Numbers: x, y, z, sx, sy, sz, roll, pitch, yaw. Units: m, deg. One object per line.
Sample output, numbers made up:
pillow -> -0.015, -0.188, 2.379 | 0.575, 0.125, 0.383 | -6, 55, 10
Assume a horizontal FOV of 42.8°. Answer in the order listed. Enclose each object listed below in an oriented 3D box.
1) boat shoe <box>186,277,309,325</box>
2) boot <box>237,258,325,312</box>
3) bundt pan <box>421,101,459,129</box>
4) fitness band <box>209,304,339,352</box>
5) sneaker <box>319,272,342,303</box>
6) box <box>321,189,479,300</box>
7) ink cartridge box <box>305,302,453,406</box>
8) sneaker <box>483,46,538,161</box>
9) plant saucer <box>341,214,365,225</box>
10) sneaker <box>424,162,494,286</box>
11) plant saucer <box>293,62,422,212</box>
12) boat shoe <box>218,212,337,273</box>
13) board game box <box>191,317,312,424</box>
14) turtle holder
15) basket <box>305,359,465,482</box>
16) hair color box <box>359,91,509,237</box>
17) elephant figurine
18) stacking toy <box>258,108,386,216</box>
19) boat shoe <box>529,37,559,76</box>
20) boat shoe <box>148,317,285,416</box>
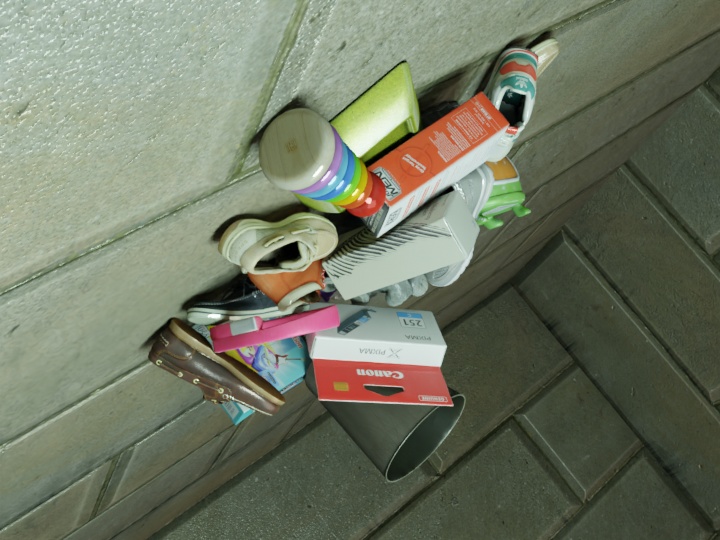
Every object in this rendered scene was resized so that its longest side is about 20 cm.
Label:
boat shoe -> -0.157, 0.040, 1.285 | 0.199, 0.063, 0.074 | -8, 177, -41
boot -> -0.079, -0.002, 1.285 | 0.075, 0.107, 0.200 | -48, 167, 33
bundt pan -> 0.096, -0.142, 1.322 | 0.201, 0.076, 0.202 | -38, 162, -14
fitness band -> -0.117, 0.079, 1.246 | 0.143, 0.038, 0.199 | -7, 175, -43
sneaker -> -0.057, 0.004, 1.507 | 0.084, 0.080, 0.200 | -56, 173, 14
box -> 0.052, -0.032, 1.222 | 0.199, 0.069, 0.082 | -21, -157, 31
ink cartridge box -> 0.026, 0.117, 1.320 | 0.198, 0.177, 0.045 | 5, 121, -15
sneaker -> 0.198, -0.212, 1.294 | 0.200, 0.070, 0.094 | 106, -3, -51
plant saucer -> 0.045, -0.093, 1.501 | 0.200, 0.036, 0.200 | -38, 169, -8
sneaker -> 0.118, -0.065, 1.304 | 0.082, 0.075, 0.201 | -13, 129, -37
plant saucer -> 0.003, -0.145, 1.135 | 0.199, 0.048, 0.200 | -39, 168, 1
boat shoe -> -0.088, -0.026, 1.148 | 0.199, 0.065, 0.072 | -4, 129, -56
board game box -> -0.153, 0.117, 1.394 | 0.199, 0.151, 0.047 | -30, 166, -39
turtle holder -> 0.186, -0.132, 1.520 | 0.140, 0.133, 0.185 | -15, 175, -11
basket -> 0.026, 0.188, 1.370 | 0.180, 0.200, 0.137 | -31, 146, -38
hair color box -> 0.087, -0.134, 1.167 | 0.200, 0.061, 0.102 | -36, 169, -20
elephant figurine -> 0.000, 0.000, 1.410 | 0.199, 0.156, 0.141 | -11, -165, 44
stacking toy -> -0.026, -0.102, 1.000 | 0.085, 0.086, 0.200 | -41, 153, 11
boat shoe -> 0.231, -0.259, 1.369 | 0.200, 0.065, 0.072 | -46, 167, 30
boat shoe -> -0.200, 0.148, 1.277 | 0.071, 0.199, 0.070 | -54, -167, 1
